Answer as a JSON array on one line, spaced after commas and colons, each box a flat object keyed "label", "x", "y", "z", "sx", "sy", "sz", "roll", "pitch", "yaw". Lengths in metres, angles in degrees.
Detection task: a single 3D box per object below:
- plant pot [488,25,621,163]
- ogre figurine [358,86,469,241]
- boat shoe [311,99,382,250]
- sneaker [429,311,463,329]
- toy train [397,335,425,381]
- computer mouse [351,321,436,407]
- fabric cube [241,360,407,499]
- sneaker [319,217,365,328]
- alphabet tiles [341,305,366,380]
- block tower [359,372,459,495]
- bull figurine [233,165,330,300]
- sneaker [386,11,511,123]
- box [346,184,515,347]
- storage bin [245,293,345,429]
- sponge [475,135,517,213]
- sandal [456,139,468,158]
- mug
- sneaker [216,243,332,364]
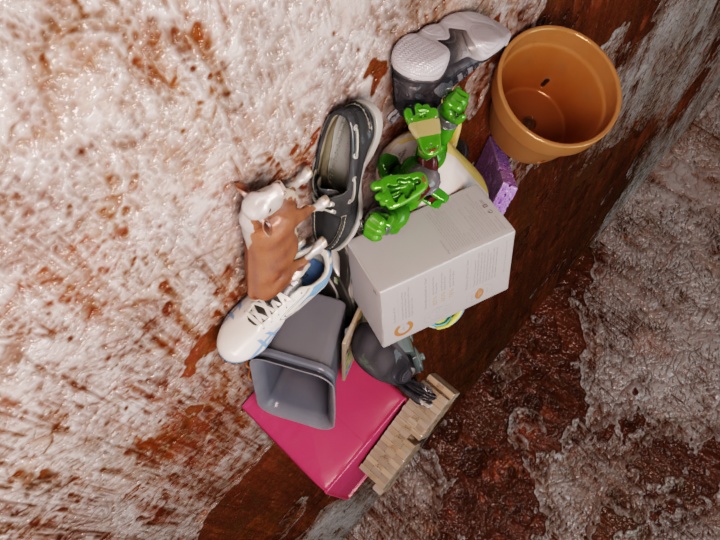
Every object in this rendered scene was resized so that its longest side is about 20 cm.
[{"label": "plant pot", "x": 0.289, "y": -0.259, "z": 1.209, "sx": 0.200, "sy": 0.200, "sz": 0.140, "roll": -44, "pitch": 175, "yaw": -17}, {"label": "ogre figurine", "x": 0.064, "y": -0.114, "z": 0.927, "sx": 0.120, "sy": 0.097, "sz": 0.203, "roll": 85, "pitch": 18, "yaw": -77}, {"label": "boat shoe", "x": -0.031, "y": -0.108, "z": 0.924, "sx": 0.060, "sy": 0.075, "sz": 0.203, "roll": -27, "pitch": 137, "yaw": -49}, {"label": "sneaker", "x": 0.090, "y": 0.041, "z": 1.150, "sx": 0.199, "sy": 0.079, "sz": 0.131, "roll": -32, "pitch": -157, "yaw": 45}, {"label": "toy train", "x": 0.049, "y": 0.100, "z": 1.293, "sx": 0.084, "sy": 0.203, "sz": 0.114, "roll": -19, "pitch": 158, "yaw": 5}, {"label": "computer mouse", "x": 0.035, "y": 0.140, "z": 1.118, "sx": 0.053, "sy": 0.138, "sz": 0.200, "roll": -49, "pitch": 153, "yaw": -10}, {"label": "fabric cube", "x": -0.045, "y": 0.239, "z": 1.298, "sx": 0.200, "sy": 0.199, "sz": 0.197, "roll": -48, "pitch": 159, "yaw": -9}, {"label": "sneaker", "x": 0.000, "y": 0.000, "z": 1.164, "sx": 0.115, "sy": 0.075, "sz": 0.202, "roll": -37, "pitch": 153, "yaw": -30}, {"label": "alphabet tiles", "x": 0.013, "y": 0.053, "z": 1.161, "sx": 0.168, "sy": 0.007, "sz": 0.202, "roll": 92, "pitch": 21, "yaw": -65}, {"label": "block tower", "x": 0.075, "y": 0.261, "z": 1.229, "sx": 0.201, "sy": 0.058, "sz": 0.054, "roll": -57, "pitch": 159, "yaw": 9}, {"label": "bull figurine", "x": -0.094, "y": -0.047, "z": 0.888, "sx": 0.121, "sy": 0.065, "sz": 0.201, "roll": -33, "pitch": 154, "yaw": -33}, {"label": "sneaker", "x": 0.105, "y": -0.251, "z": 0.970, "sx": 0.199, "sy": 0.075, "sz": 0.115, "roll": -29, "pitch": 152, "yaw": -34}, {"label": "box", "x": 0.093, "y": -0.006, "z": 1.017, "sx": 0.198, "sy": 0.098, "sz": 0.125, "roll": -24, "pitch": 144, "yaw": -13}, {"label": "storage bin", "x": -0.087, "y": 0.126, "z": 1.136, "sx": 0.201, "sy": 0.143, "sz": 0.136, "roll": 94, "pitch": 13, "yaw": -58}, {"label": "sponge", "x": 0.218, "y": -0.141, "z": 1.308, "sx": 0.201, "sy": 0.029, "sz": 0.113, "roll": -87, "pitch": -161, "yaw": -59}, {"label": "sandal", "x": 0.118, "y": -0.107, "z": 1.186, "sx": 0.048, "sy": 0.075, "sz": 0.203, "roll": 32, "pitch": 77, "yaw": -43}, {"label": "mug", "x": 0.088, "y": -0.138, "z": 1.085, "sx": 0.148, "sy": 0.189, "sz": 0.153, "roll": -21, "pitch": 155, "yaw": 15}, {"label": "sneaker", "x": -0.112, "y": 0.036, "z": 0.987, "sx": 0.200, "sy": 0.072, "sz": 0.073, "roll": -46, "pitch": 166, "yaw": -25}]
